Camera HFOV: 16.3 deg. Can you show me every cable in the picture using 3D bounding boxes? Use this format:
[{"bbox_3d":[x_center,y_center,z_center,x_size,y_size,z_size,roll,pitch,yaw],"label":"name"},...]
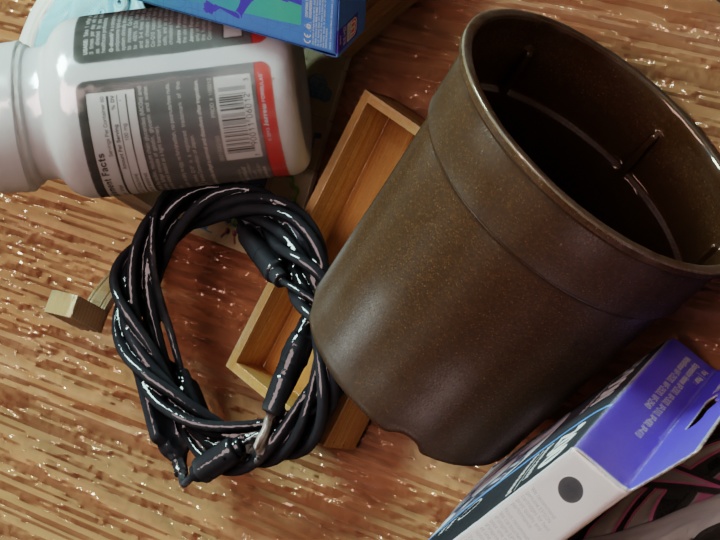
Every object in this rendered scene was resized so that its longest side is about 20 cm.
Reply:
[{"bbox_3d":[-0.084,0.028,1.580,0.163,0.051,0.201,-27,67,32],"label":"cable"}]

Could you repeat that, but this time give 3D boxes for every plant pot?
[{"bbox_3d":[0.085,-0.006,1.422,0.199,0.199,0.201,-51,56,29],"label":"plant pot"}]

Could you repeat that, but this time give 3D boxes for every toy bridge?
[{"bbox_3d":[-0.150,-0.054,1.669,0.027,0.067,0.201,6,74,39],"label":"toy bridge"}]

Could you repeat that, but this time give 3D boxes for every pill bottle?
[{"bbox_3d":[-0.135,-0.108,1.585,0.198,0.116,0.117,-6,77,4],"label":"pill bottle"}]

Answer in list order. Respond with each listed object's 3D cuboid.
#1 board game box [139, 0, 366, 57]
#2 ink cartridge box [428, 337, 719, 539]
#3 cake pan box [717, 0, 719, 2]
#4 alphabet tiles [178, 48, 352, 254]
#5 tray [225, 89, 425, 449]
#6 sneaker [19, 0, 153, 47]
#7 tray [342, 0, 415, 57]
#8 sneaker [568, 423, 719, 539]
[{"bbox_3d":[-0.090,-0.226,1.499,0.199,0.045,0.153,17,127,18],"label":"board game box"},{"bbox_3d":[0.123,0.103,1.366,0.200,0.198,0.043,-38,90,27],"label":"ink cartridge box"},{"bbox_3d":[0.243,-0.243,1.414,0.184,0.052,0.201,34,104,38],"label":"cake pan box"},{"bbox_3d":[-0.080,-0.119,1.672,0.166,0.006,0.202,20,95,38],"label":"alphabet tiles"},{"bbox_3d":[0.000,0.000,1.573,0.098,0.037,0.201,36,104,36],"label":"tray"},{"bbox_3d":[-0.168,-0.172,1.696,0.201,0.074,0.082,-59,35,15],"label":"sneaker"},{"bbox_3d":[0.035,-0.236,1.575,0.200,0.037,0.099,-39,61,25],"label":"tray"},{"bbox_3d":[0.178,0.132,1.404,0.199,0.080,0.087,-20,49,35],"label":"sneaker"}]
